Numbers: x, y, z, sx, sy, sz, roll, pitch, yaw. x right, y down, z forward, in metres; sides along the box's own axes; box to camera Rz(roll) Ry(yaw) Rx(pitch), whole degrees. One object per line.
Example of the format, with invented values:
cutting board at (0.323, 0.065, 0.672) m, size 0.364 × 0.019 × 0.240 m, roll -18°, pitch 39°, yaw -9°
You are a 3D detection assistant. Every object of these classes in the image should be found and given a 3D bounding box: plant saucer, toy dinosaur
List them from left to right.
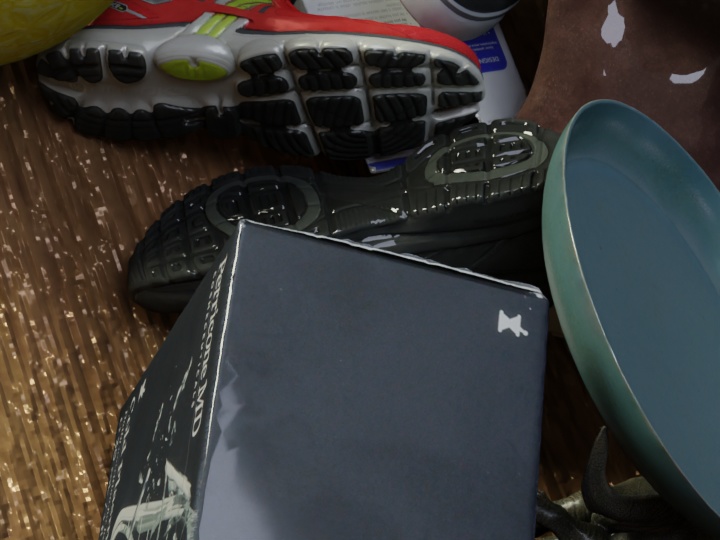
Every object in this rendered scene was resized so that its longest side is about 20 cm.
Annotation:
toy dinosaur at (0.112, 0.119, 0.782) m, size 0.102 × 0.200 × 0.077 m, roll -1°, pitch 38°, yaw 2°
plant saucer at (0.129, 0.026, 0.760) m, size 0.200 × 0.027 × 0.200 m, roll 39°, pitch 35°, yaw -35°

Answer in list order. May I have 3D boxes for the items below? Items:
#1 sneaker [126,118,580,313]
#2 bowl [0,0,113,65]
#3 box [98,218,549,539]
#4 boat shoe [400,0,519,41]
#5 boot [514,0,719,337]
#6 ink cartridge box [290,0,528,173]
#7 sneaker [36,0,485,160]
sneaker at (0.000, 0.000, 0.811) m, size 0.200 × 0.091 × 0.076 m, roll -9°, pitch 34°, yaw 4°
bowl at (-0.141, -0.182, 0.728) m, size 0.200 × 0.108 × 0.200 m, roll 1°, pitch 88°, yaw -37°
box at (-0.027, 0.119, 0.687) m, size 0.124 × 0.197 × 0.200 m, roll 14°, pitch 62°, yaw -15°
boat shoe at (0.076, -0.170, 0.900) m, size 0.069 × 0.057 × 0.200 m, roll 53°, pitch 38°, yaw -5°
boot at (0.161, -0.040, 0.864) m, size 0.200 × 0.072 × 0.167 m, roll 12°, pitch 100°, yaw -9°
ink cartridge box at (0.008, -0.135, 0.907) m, size 0.099 × 0.039 × 0.200 m, roll -11°, pitch 70°, yaw -25°
sneaker at (-0.042, -0.105, 0.831) m, size 0.200 × 0.077 × 0.085 m, roll 6°, pitch 56°, yaw 3°
